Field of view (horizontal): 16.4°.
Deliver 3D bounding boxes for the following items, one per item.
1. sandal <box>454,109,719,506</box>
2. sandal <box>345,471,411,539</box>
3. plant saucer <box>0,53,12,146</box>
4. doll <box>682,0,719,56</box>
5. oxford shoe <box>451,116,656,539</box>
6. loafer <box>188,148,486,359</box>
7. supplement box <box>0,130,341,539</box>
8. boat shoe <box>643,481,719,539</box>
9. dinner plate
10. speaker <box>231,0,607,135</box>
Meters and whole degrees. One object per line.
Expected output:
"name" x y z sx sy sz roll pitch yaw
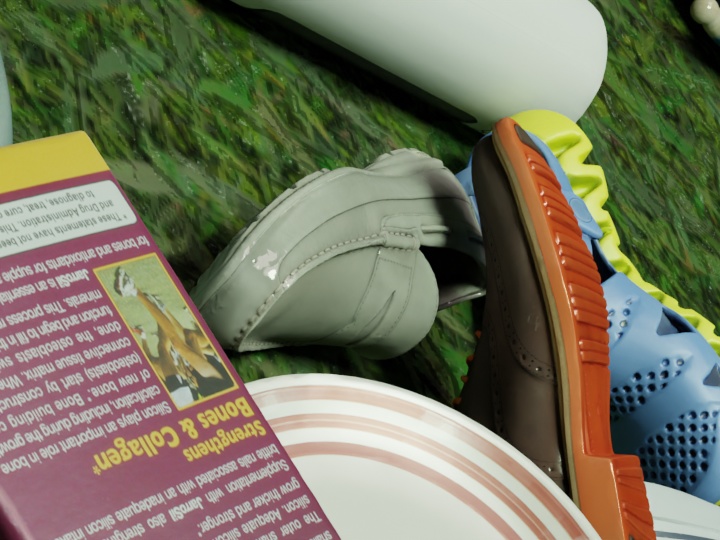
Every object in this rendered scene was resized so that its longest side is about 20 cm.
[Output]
"sandal" 0.092 0.021 1.077 0.087 0.080 0.201 -7 56 -53
"sandal" 0.054 0.155 0.893 0.203 0.050 0.082 57 29 6
"plant saucer" -0.183 -0.095 0.831 0.200 0.039 0.202 35 35 -29
"doll" 0.213 -0.165 1.467 0.201 0.048 0.136 59 20 -3
"oxford shoe" 0.060 0.041 0.963 0.071 0.072 0.202 27 50 -66
"loafer" 0.000 0.000 0.962 0.070 0.070 0.200 48 28 9
"supplement box" -0.094 0.074 0.711 0.201 0.103 0.131 58 29 9
"boat shoe" 0.150 0.137 1.049 0.199 0.073 0.067 14 65 -40
"dinner plate" 0.009 0.121 0.848 0.199 0.024 0.201 16 46 -18
"speaker" 0.021 -0.124 1.114 0.199 0.081 0.082 24 40 -42
